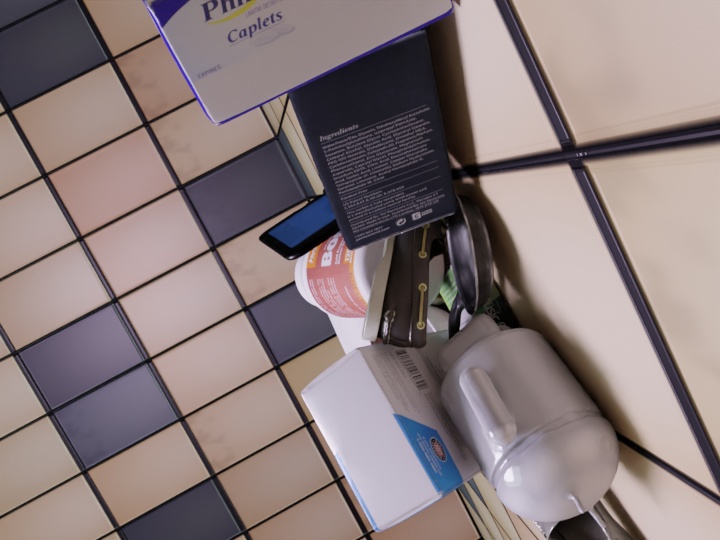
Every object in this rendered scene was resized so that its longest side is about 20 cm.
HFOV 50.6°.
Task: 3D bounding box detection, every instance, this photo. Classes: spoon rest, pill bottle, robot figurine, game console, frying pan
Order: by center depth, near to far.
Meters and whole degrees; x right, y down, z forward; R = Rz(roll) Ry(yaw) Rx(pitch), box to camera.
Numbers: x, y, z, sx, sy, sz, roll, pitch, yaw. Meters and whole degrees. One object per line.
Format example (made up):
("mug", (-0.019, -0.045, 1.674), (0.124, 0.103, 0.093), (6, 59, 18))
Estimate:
("robot figurine", (0.146, 0.132, 0.666), (0.169, 0.113, 0.200), (24, -153, -45))
("frying pan", (0.103, 0.016, 0.719), (0.115, 0.031, 0.191), (-105, 6, -62))
("pill bottle", (0.000, 0.000, 0.893), (0.200, 0.112, 0.113), (-7, 113, 61))
("game console", (-0.048, -0.112, 0.898), (0.200, 0.116, 0.177), (-152, 63, -69))
("spoon rest", (0.125, 0.123, 0.992), (0.200, 0.061, 0.099), (53, 179, -27))

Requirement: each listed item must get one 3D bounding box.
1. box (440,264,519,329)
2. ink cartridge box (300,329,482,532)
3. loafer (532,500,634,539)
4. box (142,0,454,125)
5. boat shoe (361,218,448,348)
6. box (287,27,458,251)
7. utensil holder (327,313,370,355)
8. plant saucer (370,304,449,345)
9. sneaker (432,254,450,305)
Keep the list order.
("box", (0.152, 0.085, 0.835), (0.201, 0.036, 0.144), (60, 175, 7))
("ink cartridge box", (0.056, 0.146, 0.748), (0.147, 0.086, 0.200), (59, -155, 16))
("loafer", (0.208, 0.242, 0.765), (0.200, 0.070, 0.070), (44, -166, 33))
("box", (-0.066, -0.225, 0.504), (0.200, 0.183, 0.105), (60, 174, 33))
("boat shoe", (0.050, -0.022, 0.718), (0.072, 0.060, 0.202), (100, -176, -66))
("box", (-0.002, -0.143, 0.633), (0.200, 0.107, 0.149), (68, -178, -54))
("utensil holder", (0.029, 0.045, 1.156), (0.170, 0.169, 0.201), (-141, 27, -79))
("plant saucer", (0.084, 0.091, 1.037), (0.200, 0.034, 0.201), (24, -122, -46))
("sneaker", (0.053, -0.039, 0.980), (0.201, 0.067, 0.090), (58, 169, 12))
